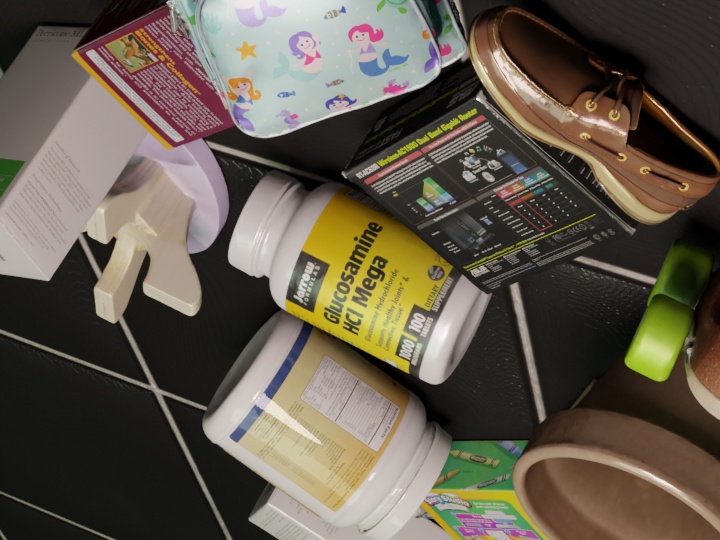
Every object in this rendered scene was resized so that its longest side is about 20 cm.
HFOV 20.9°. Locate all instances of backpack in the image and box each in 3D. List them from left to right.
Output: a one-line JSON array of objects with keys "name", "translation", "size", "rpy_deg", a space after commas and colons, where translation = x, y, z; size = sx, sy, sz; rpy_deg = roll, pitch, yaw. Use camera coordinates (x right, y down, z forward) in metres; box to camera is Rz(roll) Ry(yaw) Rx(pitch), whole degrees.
[{"name": "backpack", "translation": [-0.038, -0.194, 1.209], "size": [0.176, 0.151, 0.201], "rpy_deg": [-17, 123, 9]}]

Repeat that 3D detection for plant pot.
[{"name": "plant pot", "translation": [0.235, 0.127, 1.453], "size": [0.199, 0.175, 0.201], "rpy_deg": [24, 152, 13]}]

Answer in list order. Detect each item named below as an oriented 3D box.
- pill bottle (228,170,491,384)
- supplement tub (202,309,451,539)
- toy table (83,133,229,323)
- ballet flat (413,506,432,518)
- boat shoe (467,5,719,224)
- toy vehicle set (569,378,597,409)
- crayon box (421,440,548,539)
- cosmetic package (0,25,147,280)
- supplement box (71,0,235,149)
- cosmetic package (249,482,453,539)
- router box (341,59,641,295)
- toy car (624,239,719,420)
[{"name": "pill bottle", "translation": [0.000, 0.000, 1.554], "size": [0.199, 0.113, 0.113], "rpy_deg": [26, 152, 11]}, {"name": "supplement tub", "translation": [-0.029, 0.145, 1.788], "size": [0.199, 0.145, 0.144], "rpy_deg": [36, 152, -8]}, {"name": "toy table", "translation": [-0.194, -0.044, 1.679], "size": [0.183, 0.118, 0.201], "rpy_deg": [19, 149, 22]}, {"name": "ballet flat", "translation": [0.014, 0.201, 1.920], "size": [0.200, 0.072, 0.072], "rpy_deg": [45, 150, -24]}, {"name": "boat shoe", "translation": [0.156, -0.109, 1.269], "size": [0.200, 0.072, 0.067], "rpy_deg": [37, 146, -21]}, {"name": "toy vehicle set", "translation": [0.249, 0.190, 1.657], "size": [0.199, 0.027, 0.125], "rpy_deg": [33, 131, -2]}, {"name": "crayon box", "translation": [0.149, 0.216, 1.815], "size": [0.199, 0.058, 0.119], "rpy_deg": [-6, 134, 50]}, {"name": "cosmetic package", "translation": [-0.253, -0.097, 1.560], "size": [0.107, 0.201, 0.085], "rpy_deg": [5, 145, 36]}, {"name": "supplement box", "translation": [-0.108, -0.171, 1.414], "size": [0.110, 0.086, 0.199], "rpy_deg": [44, 151, -22]}, {"name": "cosmetic package", "translation": [-0.005, 0.270, 2.011], "size": [0.199, 0.085, 0.108], "rpy_deg": [33, 158, -5]}, {"name": "router box", "translation": [0.098, -0.070, 1.393], "size": [0.150, 0.062, 0.200], "rpy_deg": [39, 152, -15]}, {"name": "toy car", "translation": [0.290, -0.005, 1.275], "size": [0.163, 0.158, 0.201], "rpy_deg": [24, 123, 7]}]
